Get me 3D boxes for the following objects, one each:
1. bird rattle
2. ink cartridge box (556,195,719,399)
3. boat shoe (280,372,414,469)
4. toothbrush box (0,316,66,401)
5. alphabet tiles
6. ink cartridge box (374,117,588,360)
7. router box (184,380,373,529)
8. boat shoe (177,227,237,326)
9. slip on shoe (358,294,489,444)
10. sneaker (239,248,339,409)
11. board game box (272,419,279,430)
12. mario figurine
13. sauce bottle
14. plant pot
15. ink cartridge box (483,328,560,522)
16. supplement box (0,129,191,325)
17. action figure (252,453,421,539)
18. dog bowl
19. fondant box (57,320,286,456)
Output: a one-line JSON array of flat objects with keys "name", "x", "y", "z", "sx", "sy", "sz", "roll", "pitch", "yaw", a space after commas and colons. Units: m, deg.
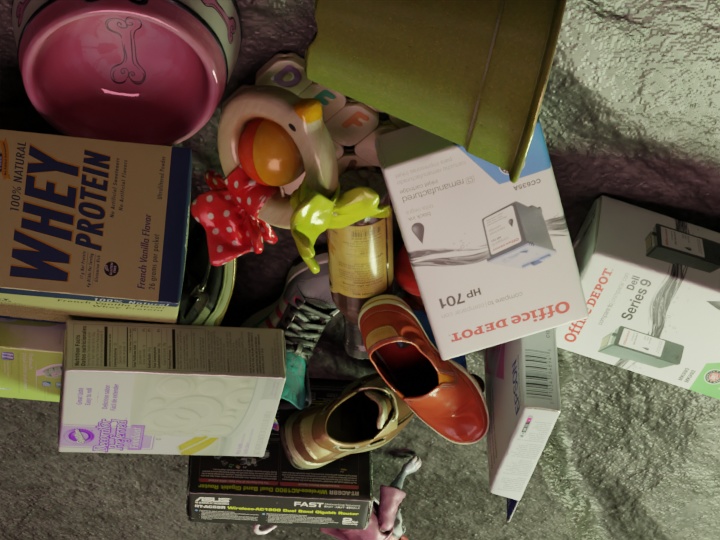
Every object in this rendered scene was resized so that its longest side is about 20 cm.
[{"name": "bird rattle", "x": -0.071, "y": -0.086, "z": 1.455, "sx": 0.199, "sy": 0.112, "sz": 0.165, "roll": 16, "pitch": 122, "yaw": 47}, {"name": "ink cartridge box", "x": 0.296, "y": 0.030, "z": 1.598, "sx": 0.198, "sy": 0.085, "sz": 0.147, "roll": 17, "pitch": 137, "yaw": -2}, {"name": "boat shoe", "x": 0.006, "y": 0.151, "z": 1.701, "sx": 0.074, "sy": 0.076, "sz": 0.199, "roll": -25, "pitch": 180, "yaw": 43}, {"name": "toothbrush box", "x": -0.318, "y": 0.042, "z": 1.591, "sx": 0.197, "sy": 0.147, "sz": 0.087, "roll": 7, "pitch": 140, "yaw": -7}, {"name": "alphabet tiles", "x": -0.025, "y": -0.122, "z": 1.500, "sx": 0.199, "sy": 0.015, "sz": 0.195, "roll": 31, "pitch": 131, "yaw": -30}, {"name": "ink cartridge box", "x": 0.111, "y": -0.039, "z": 1.479, "sx": 0.145, "sy": 0.086, "sz": 0.202, "roll": -17, "pitch": 114, "yaw": 4}, {"name": "router box", "x": -0.085, "y": 0.195, "z": 1.767, "sx": 0.197, "sy": 0.151, "sz": 0.062, "roll": 3, "pitch": 141, "yaw": -4}, {"name": "boat shoe", "x": -0.162, "y": 0.014, "z": 1.614, "sx": 0.064, "sy": 0.074, "sz": 0.201, "roll": 5, "pitch": 140, "yaw": -13}, {"name": "slip on shoe", "x": 0.061, "y": 0.108, "z": 1.579, "sx": 0.074, "sy": 0.062, "sz": 0.200, "roll": -24, "pitch": 127, "yaw": 19}, {"name": "sneaker", "x": -0.067, "y": 0.074, "z": 1.647, "sx": 0.083, "sy": 0.122, "sz": 0.200, "roll": 22, "pitch": 135, "yaw": -24}, {"name": "board game box", "x": -0.171, "y": 0.116, "z": 1.666, "sx": 0.199, "sy": 0.039, "sz": 0.158, "roll": 19, "pitch": 155, "yaw": 51}, {"name": "mario figurine", "x": 0.090, "y": 0.034, "z": 1.627, "sx": 0.122, "sy": 0.106, "sz": 0.202, "roll": -3, "pitch": 126, "yaw": 1}, {"name": "sauce bottle", "x": 0.000, "y": 0.000, "z": 1.563, "sx": 0.064, "sy": 0.065, "sz": 0.202, "roll": 0, "pitch": 130, "yaw": 0}, {"name": "plant pot", "x": 0.058, "y": -0.189, "z": 1.310, "sx": 0.188, "sy": 0.201, "sz": 0.201, "roll": 14, "pitch": 140, "yaw": 3}, {"name": "ink cartridge box", "x": 0.151, "y": 0.114, "z": 1.637, "sx": 0.043, "sy": 0.198, "sz": 0.201, "roll": 8, "pitch": 139, "yaw": -8}, {"name": "supplement box", "x": -0.252, "y": -0.031, "z": 1.453, "sx": 0.197, "sy": 0.136, "sz": 0.200, "roll": 5, "pitch": 170, "yaw": -6}, {"name": "action figure", "x": -0.011, "y": 0.266, "z": 1.864, "sx": 0.134, "sy": 0.150, "sz": 0.200, "roll": -37, "pitch": 114, "yaw": 28}, {"name": "dog bowl", "x": -0.199, "y": -0.181, "z": 1.385, "sx": 0.198, "sy": 0.074, "sz": 0.201, "roll": -1, "pitch": 140, "yaw": 0}, {"name": "fondant box", "x": -0.176, "y": 0.111, "z": 1.517, "sx": 0.197, "sy": 0.059, "sz": 0.145, "roll": 4, "pitch": 143, "yaw": -11}]
